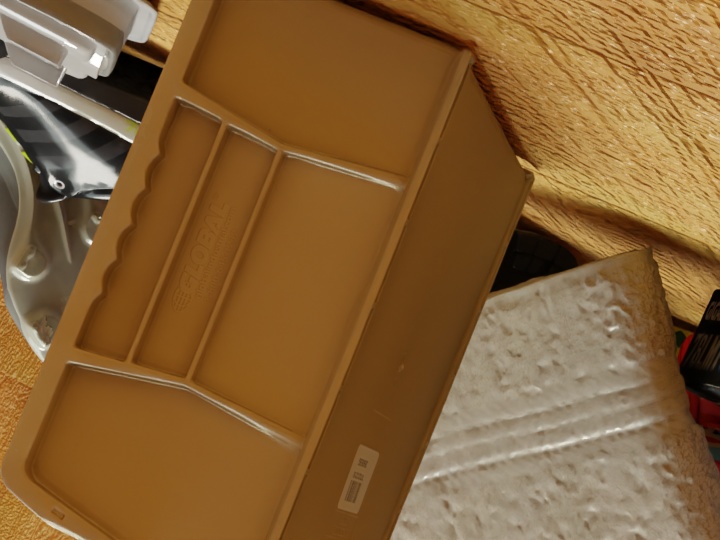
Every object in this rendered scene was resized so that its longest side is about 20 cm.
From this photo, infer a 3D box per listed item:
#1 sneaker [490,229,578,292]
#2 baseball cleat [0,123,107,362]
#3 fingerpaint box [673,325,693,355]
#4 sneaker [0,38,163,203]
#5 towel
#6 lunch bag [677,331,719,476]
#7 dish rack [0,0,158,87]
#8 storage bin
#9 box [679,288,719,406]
[{"bbox_3d":[0.004,-0.019,1.094,0.200,0.076,0.087,29,180,-39],"label":"sneaker"},{"bbox_3d":[-0.167,-0.048,1.247,0.069,0.201,0.106,-13,-167,-14],"label":"baseball cleat"},{"bbox_3d":[0.174,0.134,1.246,0.073,0.167,0.200,20,172,32],"label":"fingerpaint box"},{"bbox_3d":[-0.148,-0.069,1.155,0.199,0.083,0.072,26,-157,-12],"label":"sneaker"},{"bbox_3d":[0.068,0.074,1.009,0.034,0.133,0.200,-16,178,-41],"label":"towel"},{"bbox_3d":[0.207,0.120,1.035,0.199,0.082,0.176,27,-156,-3],"label":"lunch bag"},{"bbox_3d":[-0.185,-0.134,1.028,0.199,0.044,0.172,26,176,-7],"label":"dish rack"},{"bbox_3d":[-0.025,0.018,0.840,0.093,0.199,0.200,21,175,12],"label":"storage bin"},{"bbox_3d":[0.230,0.068,0.905,0.198,0.050,0.200,25,177,-2],"label":"box"}]
